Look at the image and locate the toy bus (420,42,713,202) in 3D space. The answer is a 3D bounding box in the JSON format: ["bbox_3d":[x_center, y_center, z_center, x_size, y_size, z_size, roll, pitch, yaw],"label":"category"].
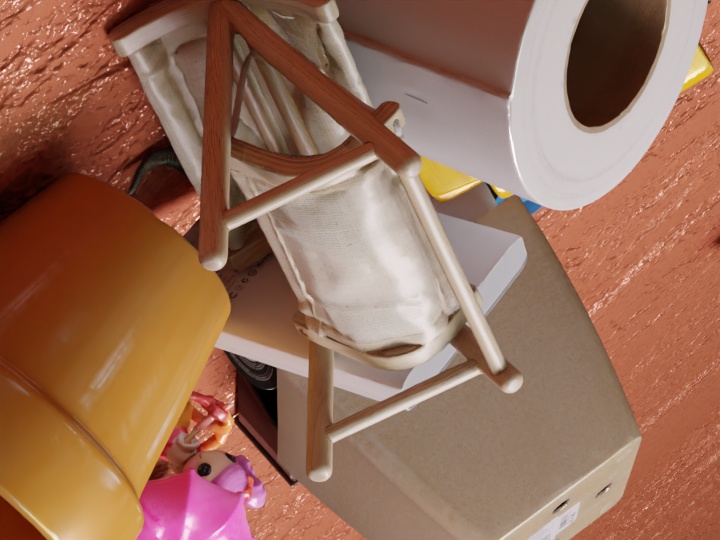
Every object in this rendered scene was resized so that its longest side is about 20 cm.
[{"bbox_3d":[0.121,-0.111,1.757,0.200,0.078,0.065,-31,119,10],"label":"toy bus"}]

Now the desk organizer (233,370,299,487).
[{"bbox_3d":[0.007,0.061,1.980,0.200,0.072,0.077,-33,154,-21],"label":"desk organizer"}]

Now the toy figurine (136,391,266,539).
[{"bbox_3d":[-0.129,0.115,1.701,0.200,0.184,0.150,-19,148,-46],"label":"toy figurine"}]

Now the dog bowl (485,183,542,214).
[{"bbox_3d":[0.145,-0.115,1.905,0.200,0.050,0.111,-46,163,10],"label":"dog bowl"}]

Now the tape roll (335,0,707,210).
[{"bbox_3d":[0.089,-0.150,1.556,0.203,0.139,0.203,-36,138,-41],"label":"tape roll"}]

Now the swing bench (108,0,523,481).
[{"bbox_3d":[-0.025,-0.034,1.494,0.130,0.200,0.199,-25,136,1],"label":"swing bench"}]

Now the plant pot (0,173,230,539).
[{"bbox_3d":[-0.176,0.053,1.533,0.183,0.200,0.200,-53,162,-19],"label":"plant pot"}]

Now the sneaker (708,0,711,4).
[{"bbox_3d":[0.214,-0.210,1.811,0.200,0.085,0.078,-49,158,14],"label":"sneaker"}]

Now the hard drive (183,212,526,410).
[{"bbox_3d":[-0.019,0.005,1.622,0.132,0.200,0.027,-50,140,-31],"label":"hard drive"}]

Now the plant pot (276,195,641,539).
[{"bbox_3d":[0.077,0.105,1.832,0.200,0.177,0.200,-36,162,-16],"label":"plant pot"}]

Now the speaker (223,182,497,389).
[{"bbox_3d":[0.000,0.000,1.843,0.200,0.081,0.081,-31,155,-26],"label":"speaker"}]

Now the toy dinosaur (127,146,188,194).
[{"bbox_3d":[-0.042,-0.078,1.640,0.200,0.077,0.102,-38,151,-18],"label":"toy dinosaur"}]
